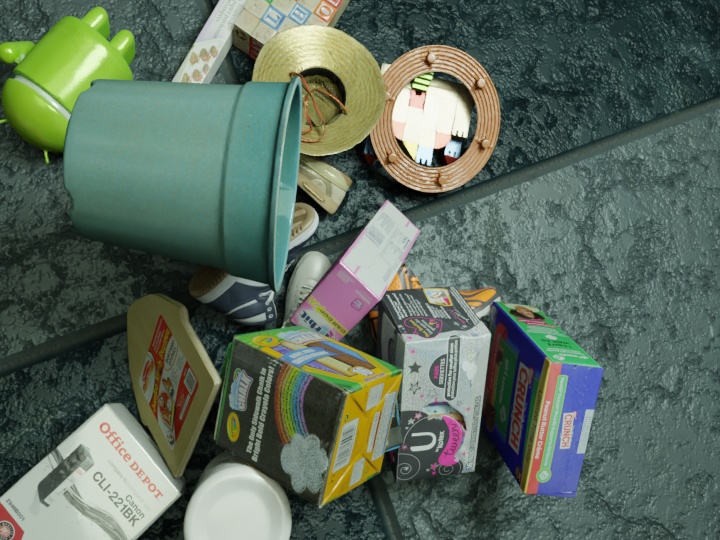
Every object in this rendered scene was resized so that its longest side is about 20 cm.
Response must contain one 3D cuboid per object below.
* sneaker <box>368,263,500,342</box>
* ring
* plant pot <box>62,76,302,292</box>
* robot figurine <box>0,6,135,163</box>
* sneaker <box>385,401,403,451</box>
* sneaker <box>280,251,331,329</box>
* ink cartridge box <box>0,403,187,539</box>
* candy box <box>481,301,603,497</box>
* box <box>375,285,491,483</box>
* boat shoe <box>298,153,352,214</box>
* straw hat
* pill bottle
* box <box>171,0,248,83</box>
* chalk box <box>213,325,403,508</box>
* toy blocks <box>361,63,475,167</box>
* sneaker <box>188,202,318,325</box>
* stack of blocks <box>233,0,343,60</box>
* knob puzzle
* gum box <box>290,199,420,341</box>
[{"bbox_3d":[0.101,0.036,0.900,0.195,0.078,0.115,-21,86,-15],"label":"sneaker"},{"bbox_3d":[0.108,-0.214,0.900,0.194,0.019,0.207,-2,102,-7],"label":"ring"},{"bbox_3d":[-0.161,-0.094,0.606,0.190,0.200,0.207,7,78,-3],"label":"plant pot"},{"bbox_3d":[-0.379,-0.243,0.823,0.174,0.115,0.203,38,74,-16],"label":"robot figurine"},{"bbox_3d":[-0.016,0.165,0.795,0.072,0.197,0.085,-1,91,-40],"label":"sneaker"},{"bbox_3d":[-0.071,0.063,0.837,0.071,0.116,0.206,13,76,-7],"label":"sneaker"},{"bbox_3d":[-0.329,0.281,0.755,0.199,0.084,0.145,-42,90,-17],"label":"ink cartridge box"},{"bbox_3d":[0.219,0.157,0.814,0.075,0.200,0.174,4,106,-11],"label":"candy box"},{"bbox_3d":[0.083,0.143,0.805,0.111,0.133,0.206,-5,115,-12],"label":"box"},{"bbox_3d":[-0.108,-0.152,0.891,0.197,0.071,0.066,32,97,-1],"label":"boat shoe"},{"bbox_3d":[-0.066,-0.231,0.881,0.195,0.085,0.207,5,70,-12],"label":"straw hat"},{"bbox_3d":[-0.139,0.270,0.735,0.111,0.200,0.118,1,84,-9],"label":"pill bottle"},{"bbox_3d":[-0.217,-0.321,0.914,0.038,0.041,0.204,26,76,-6],"label":"box"},{"bbox_3d":[-0.073,0.141,0.692,0.196,0.123,0.129,20,101,31],"label":"chalk box"},{"bbox_3d":[0.085,-0.217,0.944,0.194,0.100,0.141,11,89,-10],"label":"toy blocks"},{"bbox_3d":[-0.116,-0.002,0.820,0.197,0.109,0.071,-31,43,16],"label":"sneaker"},{"bbox_3d":[-0.092,-0.397,0.945,0.113,0.059,0.203,31,75,-5],"label":"stack of blocks"},{"bbox_3d":[-0.235,0.117,0.773,0.030,0.217,0.226,-9,80,-43],"label":"knob puzzle"},{"bbox_3d":[0.000,0.000,0.817,0.066,0.114,0.201,41,34,-4],"label":"gum box"}]
